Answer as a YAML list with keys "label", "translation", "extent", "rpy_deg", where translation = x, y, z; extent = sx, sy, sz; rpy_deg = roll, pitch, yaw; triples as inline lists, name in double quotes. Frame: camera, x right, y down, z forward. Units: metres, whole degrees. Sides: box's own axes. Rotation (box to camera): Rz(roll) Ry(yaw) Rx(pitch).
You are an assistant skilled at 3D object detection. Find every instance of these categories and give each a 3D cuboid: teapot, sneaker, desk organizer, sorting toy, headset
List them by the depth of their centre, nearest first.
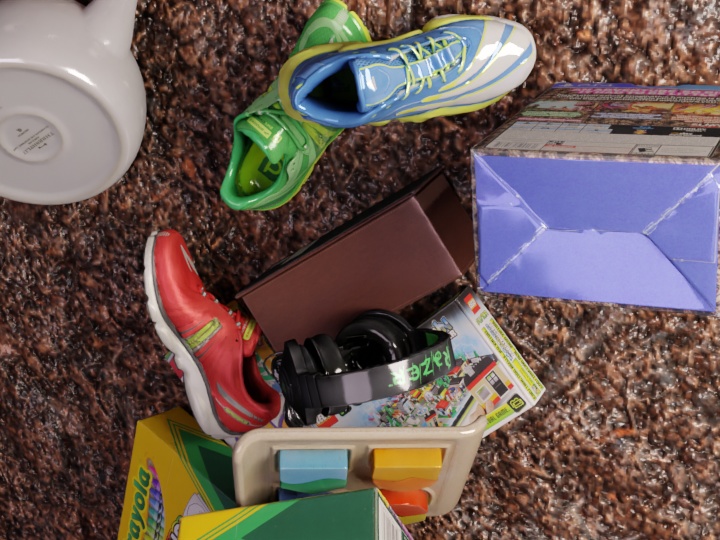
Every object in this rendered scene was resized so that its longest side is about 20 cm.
- label: "sneaker"
  translation: [0.036, -0.137, 0.872]
  extent: [0.197, 0.105, 0.077]
  rpy_deg: [-12, 108, 4]
- label: "headset"
  translation: [-0.010, 0.088, 0.932]
  extent: [0.199, 0.122, 0.095]
  rpy_deg: [-2, 102, 53]
- label: "sneaker"
  translation: [-0.052, -0.123, 0.962]
  extent: [0.074, 0.083, 0.201]
  rpy_deg: [36, 120, 10]
- label: "sorting toy"
  translation: [-0.003, 0.173, 0.965]
  extent: [0.197, 0.037, 0.186]
  rpy_deg: [-4, 150, -6]
- label: "desk organizer"
  translation: [0.000, 0.000, 0.991]
  extent: [0.199, 0.072, 0.078]
  rpy_deg: [-29, 97, 32]
- label: "teapot"
  translation: [-0.275, -0.163, 1.027]
  extent: [0.197, 0.148, 0.199]
  rpy_deg: [1, 140, -4]
- label: "sneaker"
  translation: [-0.125, 0.049, 1.052]
  extent: [0.084, 0.077, 0.202]
  rpy_deg: [-18, 105, 19]

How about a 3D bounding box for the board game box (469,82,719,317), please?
- label: "board game box"
  translation: [0.180, -0.057, 0.803]
  extent: [0.157, 0.200, 0.098]
  rpy_deg: [5, 112, 25]

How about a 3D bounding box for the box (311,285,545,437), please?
- label: "box"
  translation: [0.050, 0.113, 1.028]
  extent: [0.199, 0.035, 0.111]
  rpy_deg: [-38, 89, 32]

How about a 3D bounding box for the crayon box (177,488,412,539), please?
- label: "crayon box"
  translation: [-0.036, 0.261, 0.988]
  extent: [0.170, 0.059, 0.201]
  rpy_deg: [-12, 140, 15]

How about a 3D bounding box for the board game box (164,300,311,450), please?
- label: "board game box"
  translation: [-0.092, 0.135, 1.113]
  extent: [0.095, 0.030, 0.201]
  rpy_deg: [-36, 93, 32]

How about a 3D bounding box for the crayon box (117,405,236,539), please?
- label: "crayon box"
  translation: [-0.156, 0.262, 1.145]
  extent: [0.172, 0.058, 0.202]
  rpy_deg: [32, 122, 30]
